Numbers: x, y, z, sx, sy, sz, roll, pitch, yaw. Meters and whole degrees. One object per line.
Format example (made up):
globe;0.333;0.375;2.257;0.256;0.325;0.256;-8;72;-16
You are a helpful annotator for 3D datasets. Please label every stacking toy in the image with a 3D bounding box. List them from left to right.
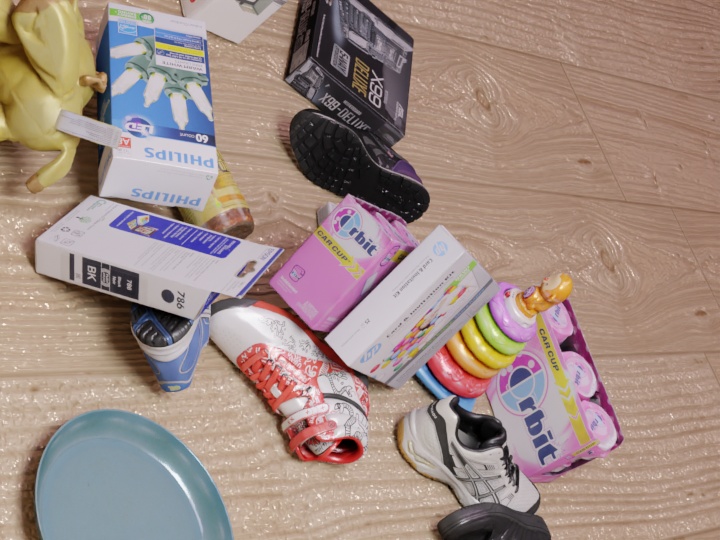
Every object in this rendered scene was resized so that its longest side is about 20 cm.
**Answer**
stacking toy;0.149;0.057;1.612;0.110;0.199;0.116;46;35;-12

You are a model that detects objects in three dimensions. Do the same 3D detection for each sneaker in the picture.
sneaker;-0.174;0.030;1.370;0.201;0.075;0.078;-88;172;-55
sneaker;-0.066;0.110;1.420;0.201;0.067;0.109;34;36;-33
sneaker;-0.010;-0.131;1.715;0.199;0.076;0.088;35;23;-33
sneaker;0.132;0.202;1.567;0.199;0.087;0.076;35;36;-29
sneaker;0.164;0.303;1.541;0.199;0.060;0.105;18;43;-47

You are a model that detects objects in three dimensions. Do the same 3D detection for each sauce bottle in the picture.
sauce bottle;-0.173;-0.114;1.485;0.066;0.066;0.201;-10;66;-53

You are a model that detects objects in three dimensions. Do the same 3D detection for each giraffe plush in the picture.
giraffe plush;-0.292;-0.180;1.339;0.199;0.173;0.162;34;16;-11

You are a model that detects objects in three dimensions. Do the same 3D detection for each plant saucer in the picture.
plant saucer;-0.187;0.210;1.221;0.199;0.027;0.202;32;39;-30

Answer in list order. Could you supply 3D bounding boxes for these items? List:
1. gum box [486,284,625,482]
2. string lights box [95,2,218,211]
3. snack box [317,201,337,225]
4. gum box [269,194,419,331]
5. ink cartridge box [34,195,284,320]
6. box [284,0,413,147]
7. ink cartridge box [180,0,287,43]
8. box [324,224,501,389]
gum box;0.208;0.134;1.695;0.066;0.113;0.202;8;55;-47
string lights box;-0.196;-0.156;1.422;0.102;0.059;0.202;8;50;-21
snack box;0.034;-0.008;1.684;0.199;0.024;0.073;26;42;-36
gum box;0.000;0.000;1.485;0.066;0.114;0.200;45;8;15
ink cartridge box;-0.175;-0.008;1.312;0.198;0.040;0.100;15;30;17
box;-0.010;-0.258;1.827;0.157;0.050;0.201;37;37;-25
ink cartridge box;-0.114;-0.374;1.666;0.084;0.199;0.147;18;48;-44
box;0.057;0.041;1.487;0.041;0.156;0.200;47;3;19
